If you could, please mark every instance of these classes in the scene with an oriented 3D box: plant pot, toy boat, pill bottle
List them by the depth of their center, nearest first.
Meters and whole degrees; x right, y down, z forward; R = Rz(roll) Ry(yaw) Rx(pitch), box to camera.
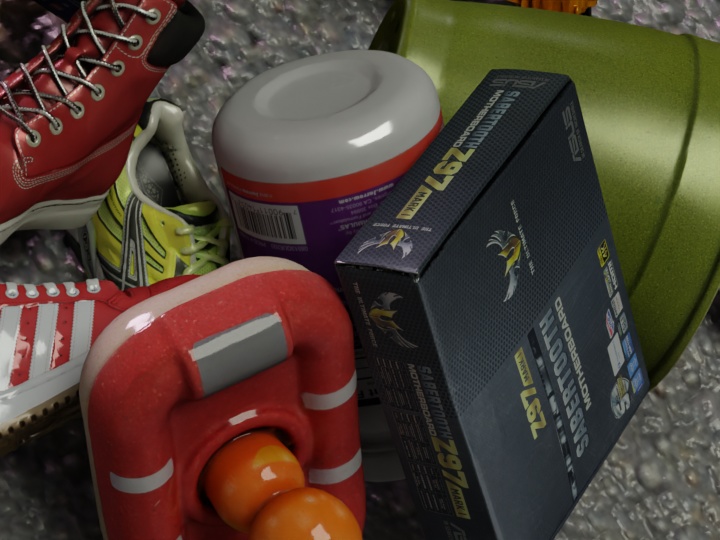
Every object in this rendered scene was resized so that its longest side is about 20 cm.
[{"bbox_3d":[-0.045,0.101,1.204,0.130,0.200,0.131,-24,48,-19],"label":"toy boat"},{"bbox_3d":[0.000,0.000,1.306,0.112,0.112,0.201,-42,129,-41],"label":"pill bottle"},{"bbox_3d":[0.088,-0.057,1.411,0.192,0.201,0.201,19,54,-9],"label":"plant pot"}]

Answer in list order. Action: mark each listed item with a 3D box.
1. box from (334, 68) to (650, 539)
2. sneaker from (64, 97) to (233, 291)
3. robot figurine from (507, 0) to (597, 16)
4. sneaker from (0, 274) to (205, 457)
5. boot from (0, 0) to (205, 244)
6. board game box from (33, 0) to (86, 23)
[{"bbox_3d":[0.069,0.029,1.266,0.158,0.051,0.201,-50,135,-38],"label":"box"},{"bbox_3d":[-0.094,0.008,1.311,0.075,0.076,0.201,-14,74,-40],"label":"sneaker"},{"bbox_3d":[0.114,-0.206,1.516,0.058,0.146,0.200,5,12,5],"label":"robot figurine"},{"bbox_3d":[-0.164,0.020,1.237,0.200,0.071,0.113,-27,79,-21],"label":"sneaker"},{"bbox_3d":[-0.147,-0.082,1.201,0.072,0.144,0.200,40,22,12],"label":"boot"},{"bbox_3d":[-0.139,-0.234,1.313,0.061,0.200,0.201,-3,85,10],"label":"board game box"}]
